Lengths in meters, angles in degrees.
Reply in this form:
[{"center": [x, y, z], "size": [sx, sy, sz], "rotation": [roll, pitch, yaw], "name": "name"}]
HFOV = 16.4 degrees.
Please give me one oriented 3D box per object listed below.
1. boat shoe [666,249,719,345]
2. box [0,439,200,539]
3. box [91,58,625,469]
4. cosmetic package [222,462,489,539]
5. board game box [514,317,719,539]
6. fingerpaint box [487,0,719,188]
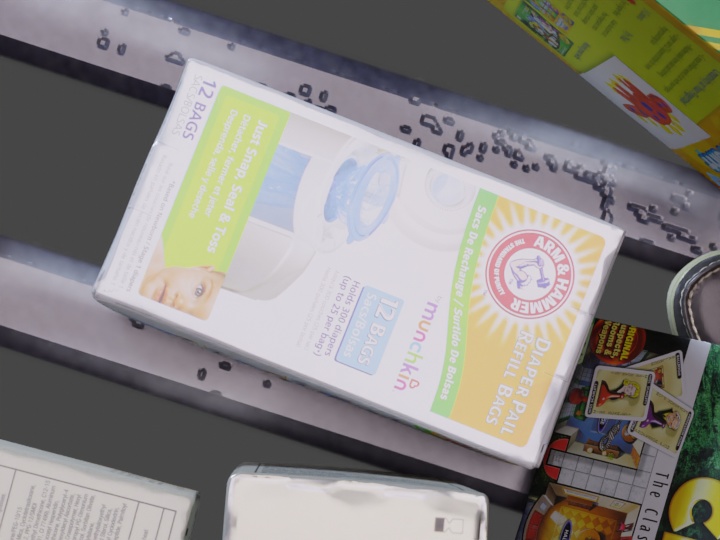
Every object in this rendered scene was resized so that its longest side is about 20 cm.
[{"center": [0.208, 0.074, 1.096], "size": [0.073, 0.065, 0.200], "rotation": [-37, 87, -2], "name": "boat shoe"}, {"center": [-0.176, 0.114, 1.075], "size": [0.200, 0.078, 0.095], "rotation": [16, 86, -1], "name": "box"}, {"center": [0.000, 0.000, 1.076], "size": [0.200, 0.101, 0.113], "rotation": [22, 86, 0], "name": "box"}, {"center": [-0.006, 0.126, 1.019], "size": [0.103, 0.200, 0.087], "rotation": [4, 87, 0], "name": "cosmetic package"}, {"center": [0.115, 0.124, 1.073], "size": [0.105, 0.023, 0.200], "rotation": [12, 80, 32], "name": "board game box"}, {"center": [0.144, -0.108, 1.039], "size": [0.167, 0.200, 0.073], "rotation": [39, 85, 2], "name": "fingerpaint box"}]
